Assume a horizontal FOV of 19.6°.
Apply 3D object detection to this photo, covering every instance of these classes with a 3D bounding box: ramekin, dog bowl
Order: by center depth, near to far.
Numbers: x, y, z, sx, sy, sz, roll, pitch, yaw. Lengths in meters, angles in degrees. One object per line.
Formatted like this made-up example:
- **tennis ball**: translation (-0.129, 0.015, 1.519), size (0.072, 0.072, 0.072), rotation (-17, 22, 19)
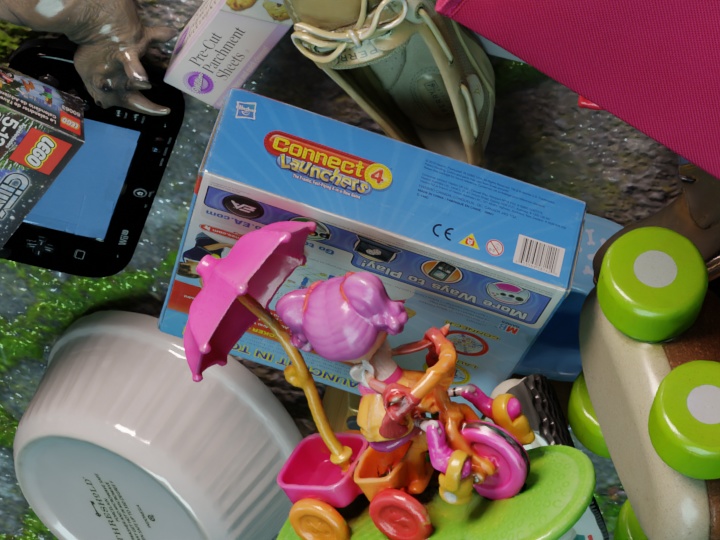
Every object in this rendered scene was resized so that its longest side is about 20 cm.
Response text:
- **dog bowl**: translation (0.080, 0.013, 1.242), size (0.199, 0.050, 0.112), rotation (9, 141, 7)
- **ramekin**: translation (-0.138, 0.131, 1.379), size (0.201, 0.094, 0.203), rotation (21, 141, 18)

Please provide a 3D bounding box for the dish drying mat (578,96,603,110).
- **dish drying mat**: translation (0.210, -0.112, 1.040), size (0.199, 0.077, 0.018), rotation (5, 180, 14)

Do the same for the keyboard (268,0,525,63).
- **keyboard**: translation (0.030, -0.139, 1.068), size (0.199, 0.011, 0.056), rotation (11, 151, -21)

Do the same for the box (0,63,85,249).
- **box**: translation (-0.264, -0.045, 1.173), size (0.136, 0.038, 0.200), rotation (24, 127, -28)

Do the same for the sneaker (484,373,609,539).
- **sneaker**: translation (0.084, 0.127, 1.201), size (0.093, 0.071, 0.200), rotation (-21, 154, 5)

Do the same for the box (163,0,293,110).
- **box**: translation (-0.041, -0.157, 1.084), size (0.041, 0.039, 0.200), rotation (28, 139, -17)

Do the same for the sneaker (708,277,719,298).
- **sneaker**: translation (0.278, 0.035, 1.189), size (0.199, 0.077, 0.114), rotation (-22, 131, 41)

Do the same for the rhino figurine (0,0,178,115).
- **rhino figurine**: translation (-0.168, -0.153, 1.098), size (0.087, 0.060, 0.200), rotation (-23, 118, 38)

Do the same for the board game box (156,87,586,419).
- **board game box**: translation (0.000, 0.000, 1.141), size (0.199, 0.056, 0.196), rotation (18, 152, -4)

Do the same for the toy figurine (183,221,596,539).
- **toy figurine**: translation (-0.005, 0.059, 1.046), size (0.199, 0.150, 0.185), rotation (-9, 123, 39)

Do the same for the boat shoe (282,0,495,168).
- **boat shoe**: translation (0.014, -0.108, 1.047), size (0.073, 0.063, 0.201), rotation (-10, 151, 20)

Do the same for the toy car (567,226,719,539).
- **toy car**: translation (0.226, 0.061, 1.100), size (0.199, 0.158, 0.165), rotation (-12, 149, -9)

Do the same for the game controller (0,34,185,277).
- **game controller**: translation (-0.171, -0.062, 1.238), size (0.104, 0.042, 0.200), rotation (20, 142, -6)

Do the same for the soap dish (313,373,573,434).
- **soap dish**: translation (0.046, 0.122, 1.359), size (0.156, 0.082, 0.200), rotation (15, 142, 0)

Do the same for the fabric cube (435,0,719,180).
- **fabric cube**: translation (0.177, -0.174, 0.869), size (0.199, 0.197, 0.200), rotation (28, 140, -17)

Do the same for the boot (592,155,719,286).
- **boot**: translation (0.190, -0.057, 1.121), size (0.199, 0.075, 0.097), rotation (-25, 113, 33)
